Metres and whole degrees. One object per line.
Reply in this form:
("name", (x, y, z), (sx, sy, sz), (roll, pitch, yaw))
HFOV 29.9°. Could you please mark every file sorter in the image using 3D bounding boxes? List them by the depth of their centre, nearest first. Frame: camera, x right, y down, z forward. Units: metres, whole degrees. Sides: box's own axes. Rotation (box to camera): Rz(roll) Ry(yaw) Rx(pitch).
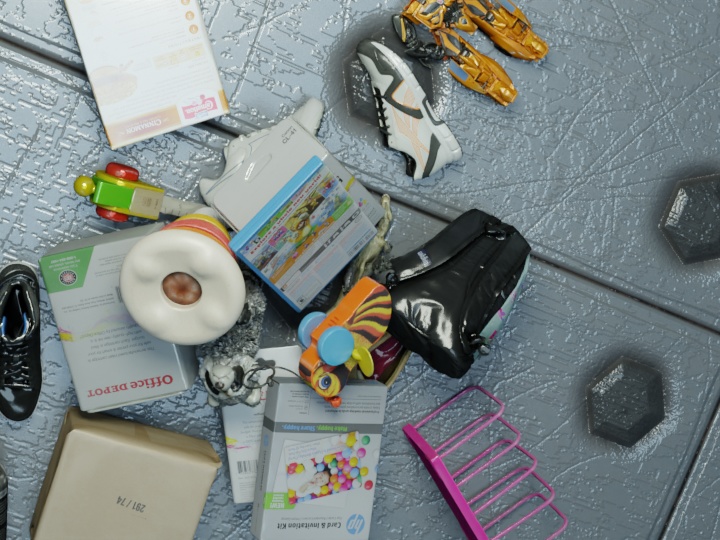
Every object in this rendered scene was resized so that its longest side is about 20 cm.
("file sorter", (0.171, 0.276, 1.798), (0.125, 0.139, 0.202), (-33, 106, -6))

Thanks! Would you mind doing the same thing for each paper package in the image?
("paper package", (-0.302, 0.293, 1.707), (0.197, 0.103, 0.193), (17, 96, -17))

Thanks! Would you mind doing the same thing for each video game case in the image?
("video game case", (-0.063, -0.039, 1.592), (0.143, 0.018, 0.200), (-45, 151, -2))

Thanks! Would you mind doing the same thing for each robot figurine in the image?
("robot figurine", (0.138, -0.308, 1.715), (0.199, 0.058, 0.146), (35, 90, -18))

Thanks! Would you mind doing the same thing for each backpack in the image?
("backpack", (0.125, 0.021, 1.713), (0.166, 0.127, 0.200), (38, 66, 7))

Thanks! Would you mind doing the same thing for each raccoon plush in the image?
("raccoon plush", (-0.137, 0.080, 1.665), (0.200, 0.096, 0.136), (-41, 125, -50))

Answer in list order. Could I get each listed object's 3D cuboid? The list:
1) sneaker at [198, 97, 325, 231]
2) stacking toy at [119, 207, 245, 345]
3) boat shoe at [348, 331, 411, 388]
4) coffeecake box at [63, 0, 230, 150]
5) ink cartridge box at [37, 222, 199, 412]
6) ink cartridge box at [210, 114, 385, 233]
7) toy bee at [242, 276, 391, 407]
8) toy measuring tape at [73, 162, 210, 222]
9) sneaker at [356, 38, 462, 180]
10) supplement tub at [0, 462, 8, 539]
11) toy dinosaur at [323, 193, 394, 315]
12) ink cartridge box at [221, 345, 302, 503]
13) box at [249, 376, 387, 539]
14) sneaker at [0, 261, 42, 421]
("sneaker", (-0.121, -0.145, 1.681), (0.087, 0.075, 0.200), (42, 83, 1))
("stacking toy", (-0.194, -0.022, 1.584), (0.144, 0.201, 0.148), (2, 121, 4))
("boat shoe", (0.002, 0.143, 1.767), (0.073, 0.066, 0.201), (31, 95, -18))
("coffeecake box", (-0.260, -0.266, 1.621), (0.151, 0.073, 0.203), (-18, 104, -10))
("ink cartridge box", (-0.293, 0.058, 1.654), (0.143, 0.088, 0.203), (-11, 102, 8))
("ink cartridge box", (-0.072, -0.075, 1.642), (0.148, 0.200, 0.086), (-48, 63, 1))
("toy bee", (-0.038, 0.104, 1.630), (0.198, 0.131, 0.109), (-27, 124, 3))
("toy measuring tape", (-0.269, -0.091, 1.672), (0.198, 0.073, 0.075), (10, 99, -38))
("sneaker", (0.049, -0.202, 1.709), (0.080, 0.074, 0.201), (-36, 106, -2))
("supplement tub", (-0.496, 0.309, 1.653), (0.120, 0.122, 0.203), (3, 101, -14))
("toy dinosaur", (0.000, 0.000, 1.728), (0.047, 0.088, 0.201), (33, 92, -20))
("ink cartridge box", (-0.117, 0.190, 1.738), (0.113, 0.068, 0.203), (-5, 103, 1))
("box", (-0.052, 0.238, 1.696), (0.154, 0.041, 0.203), (5, 98, -27))
("sneaker", (-0.424, 0.097, 1.634), (0.072, 0.112, 0.203), (-1, 101, -12))
